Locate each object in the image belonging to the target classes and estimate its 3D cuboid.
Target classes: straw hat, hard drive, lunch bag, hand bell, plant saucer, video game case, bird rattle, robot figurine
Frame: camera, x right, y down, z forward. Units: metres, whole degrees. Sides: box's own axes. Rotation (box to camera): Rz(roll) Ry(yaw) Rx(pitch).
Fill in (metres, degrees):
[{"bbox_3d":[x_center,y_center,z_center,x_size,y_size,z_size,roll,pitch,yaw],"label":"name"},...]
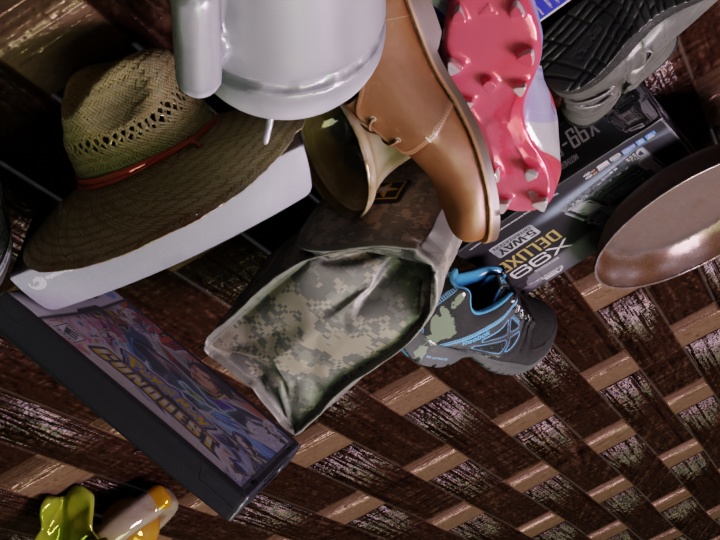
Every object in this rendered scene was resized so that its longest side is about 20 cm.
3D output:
[{"bbox_3d":[-0.137,-0.089,0.786,0.200,0.201,0.085,-24,113,2],"label":"straw hat"},{"bbox_3d":[-0.125,-0.044,0.845,0.199,0.135,0.042,-24,112,3],"label":"hard drive"},{"bbox_3d":[0.000,0.000,0.963,0.200,0.118,0.164,-40,-171,31],"label":"lunch bag"},{"bbox_3d":[0.059,-0.122,0.917,0.199,0.104,0.104,-26,155,-23],"label":"hand bell"},{"bbox_3d":[0.284,-0.052,1.104,0.199,0.032,0.200,-19,153,-10],"label":"plant saucer"},{"bbox_3d":[-0.138,0.078,0.873,0.026,0.200,0.181,-52,175,6],"label":"video game case"},{"bbox_3d":[-0.260,0.294,1.367,0.163,0.113,0.200,-33,158,-17],"label":"bird rattle"},{"bbox_3d":[-0.042,-0.163,0.693,0.170,0.113,0.200,-44,151,-31],"label":"robot figurine"}]

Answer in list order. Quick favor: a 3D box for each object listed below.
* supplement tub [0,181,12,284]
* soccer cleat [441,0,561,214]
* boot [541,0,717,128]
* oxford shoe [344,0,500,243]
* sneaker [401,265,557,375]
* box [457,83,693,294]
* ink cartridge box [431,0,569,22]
[{"bbox_3d":[-0.268,-0.042,0.742,0.122,0.123,0.200,-15,151,-15],"label":"supplement tub"},{"bbox_3d":[0.099,-0.127,0.866,0.066,0.077,0.200,-3,133,18],"label":"soccer cleat"},{"bbox_3d":[0.214,-0.188,0.935,0.200,0.068,0.131,-38,165,13],"label":"boot"},{"bbox_3d":[0.030,-0.100,0.822,0.071,0.201,0.071,-29,-165,-12],"label":"oxford shoe"},{"bbox_3d":[0.115,0.039,1.090,0.200,0.073,0.082,0,139,-49],"label":"sneaker"},{"bbox_3d":[0.183,-0.066,1.101,0.200,0.050,0.158,-33,152,17],"label":"box"},{"bbox_3d":[0.137,-0.221,0.830,0.200,0.037,0.095,-36,149,18],"label":"ink cartridge box"}]
